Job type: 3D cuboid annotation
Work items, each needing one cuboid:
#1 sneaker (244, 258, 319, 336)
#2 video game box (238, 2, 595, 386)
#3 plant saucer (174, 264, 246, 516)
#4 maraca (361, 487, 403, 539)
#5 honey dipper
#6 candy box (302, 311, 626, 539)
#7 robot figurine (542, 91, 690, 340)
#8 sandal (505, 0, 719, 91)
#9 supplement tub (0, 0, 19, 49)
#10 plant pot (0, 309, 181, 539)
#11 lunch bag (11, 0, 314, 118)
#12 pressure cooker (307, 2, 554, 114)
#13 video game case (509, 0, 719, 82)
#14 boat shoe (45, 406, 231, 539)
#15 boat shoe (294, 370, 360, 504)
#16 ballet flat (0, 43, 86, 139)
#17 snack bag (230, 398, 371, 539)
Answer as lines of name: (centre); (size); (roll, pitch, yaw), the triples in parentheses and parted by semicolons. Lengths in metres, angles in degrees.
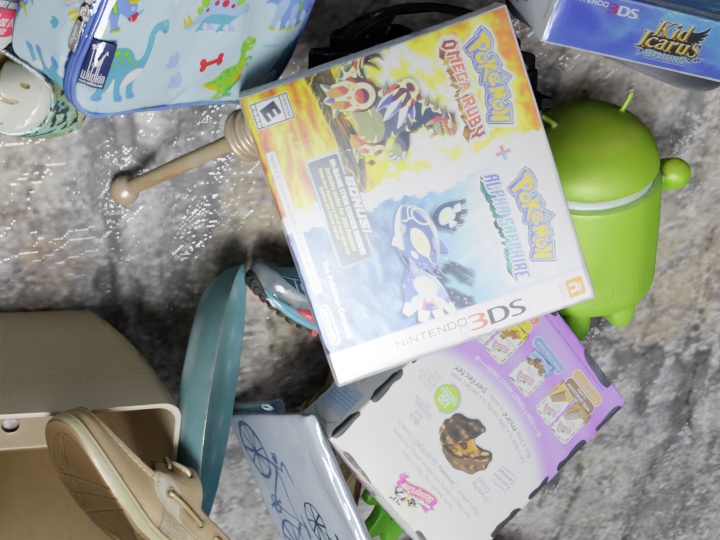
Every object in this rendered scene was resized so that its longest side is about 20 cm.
sneaker: (0.000, 0.000, 1.251); (0.198, 0.079, 0.096); (9, 109, -33)
video game box: (0.037, -0.048, 1.011); (0.181, 0.047, 0.202); (-20, 101, -2)
plant saucer: (-0.116, 0.093, 1.196); (0.027, 0.201, 0.202); (9, 122, 2)
maraca: (0.076, 0.158, 1.335); (0.199, 0.107, 0.138); (-31, 138, -30)
honey dipper: (-0.117, -0.081, 1.107); (0.038, 0.038, 0.199); (33, 147, -33)
candy box: (0.082, 0.108, 1.231); (0.200, 0.071, 0.168); (-43, 114, -8)
robot figurine: (0.179, -0.046, 1.243); (0.174, 0.116, 0.201); (-16, 127, -14)
sandal: (0.205, -0.183, 1.182); (0.198, 0.076, 0.043); (14, 120, -26)
supplement tub: (-0.227, -0.246, 0.950); (0.140, 0.141, 0.200); (27, 112, -32)
plant pot: (-0.256, 0.135, 1.177); (0.198, 0.177, 0.201); (-2, 122, -18)
lunch bag: (-0.109, -0.181, 0.964); (0.199, 0.082, 0.162); (-9, 132, -53)
pressure cooker: (0.040, -0.089, 1.118); (0.177, 0.176, 0.202); (8, 103, 17)
video game case: (0.186, -0.199, 1.100); (0.198, 0.182, 0.046); (9, 119, -24)
boat shoe: (-0.145, 0.162, 1.090); (0.065, 0.071, 0.201); (-49, 123, -29)
boat shoe: (-0.028, 0.142, 1.322); (0.064, 0.071, 0.202); (3, 121, -13)
ballet flat: (-0.270, -0.132, 1.060); (0.199, 0.074, 0.074); (26, 112, -32)
snack bag: (-0.036, 0.189, 1.242); (0.021, 0.200, 0.190); (-25, 94, -23)
